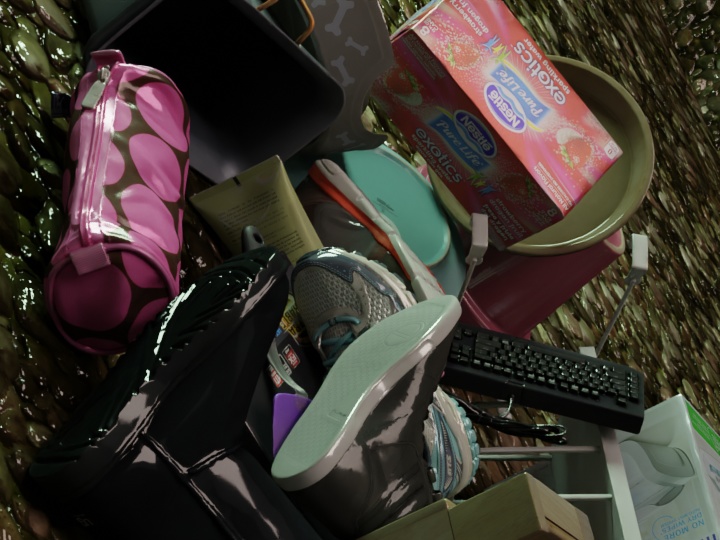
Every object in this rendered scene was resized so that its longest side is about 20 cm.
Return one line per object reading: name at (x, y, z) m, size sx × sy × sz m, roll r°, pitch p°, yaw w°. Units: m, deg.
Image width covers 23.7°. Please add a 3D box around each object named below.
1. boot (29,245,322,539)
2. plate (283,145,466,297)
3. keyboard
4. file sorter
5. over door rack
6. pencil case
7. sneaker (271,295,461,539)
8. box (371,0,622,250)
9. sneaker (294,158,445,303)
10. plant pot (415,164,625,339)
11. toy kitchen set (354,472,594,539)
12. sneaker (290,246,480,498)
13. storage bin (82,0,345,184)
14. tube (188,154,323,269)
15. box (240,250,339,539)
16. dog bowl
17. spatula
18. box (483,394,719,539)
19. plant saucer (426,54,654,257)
boot at (-0.072, 0.108, 0.979) m, size 0.168 × 0.076 × 0.200 m, roll 52°, pitch 59°, yaw -22°
plate at (0.016, -0.051, 1.458) m, size 0.200 × 0.026 × 0.200 m, roll 26°, pitch 40°, yaw -25°
keyboard at (0.116, 0.085, 1.290) m, size 0.200 × 0.021 × 0.127 m, roll 14°, pitch 35°, yaw 1°
file sorter at (0.128, 0.179, 1.331) m, size 0.200 × 0.124 × 0.139 m, roll -97°, pitch -170°, yaw -45°
over door rack at (0.139, 0.055, 1.406) m, size 0.148 × 0.200 × 0.067 m, roll 8°, pitch 39°, yaw -8°
pencil case at (-0.152, -0.046, 1.065) m, size 0.200 × 0.091 × 0.094 m, roll -97°, pitch -178°, yaw -47°
sneaker at (0.024, 0.104, 1.113) m, size 0.099 × 0.071 × 0.200 m, roll 58°, pitch 46°, yaw -21°
box at (0.105, -0.130, 1.408) m, size 0.200 × 0.095 × 0.100 m, roll 50°, pitch 55°, yaw -8°
sneaker at (0.000, 0.000, 1.332) m, size 0.200 × 0.082 × 0.077 m, roll 52°, pitch 4°, yaw 39°
plant pot at (0.139, -0.032, 1.605) m, size 0.200 × 0.179 × 0.200 m, roll 49°, pitch 23°, yaw -29°
toy kitchen set at (0.072, 0.259, 1.034) m, size 0.163 × 0.200 × 0.180 m, roll 38°, pitch 31°, yaw -47°
sneaker at (0.012, 0.076, 1.179) m, size 0.200 × 0.078 × 0.086 m, roll 58°, pitch 30°, yaw -3°
storage bin at (-0.116, -0.183, 1.272) m, size 0.200 × 0.146 × 0.134 m, roll 36°, pitch 22°, yaw -49°
tube at (-0.043, 0.010, 1.277) m, size 0.200 × 0.058 × 0.052 m, roll 57°, pitch -22°, yaw -20°
box at (-0.048, 0.105, 1.174) m, size 0.199 × 0.050 × 0.200 m, roll 58°, pitch 21°, yaw -6°
dog bowl at (-0.045, -0.185, 1.395) m, size 0.200 × 0.059 × 0.200 m, roll 49°, pitch -29°, yaw 39°
spatula at (-0.054, 0.054, 1.125) m, size 0.057 × 0.021 × 0.200 m, roll 22°, pitch 42°, yaw -47°
box at (0.220, 0.233, 1.424) m, size 0.097 × 0.200 × 0.177 m, roll 44°, pitch 27°, yaw -37°
plant saucer at (0.158, -0.099, 1.513) m, size 0.029 × 0.200 × 0.200 m, roll 81°, pitch -9°, yaw -66°
